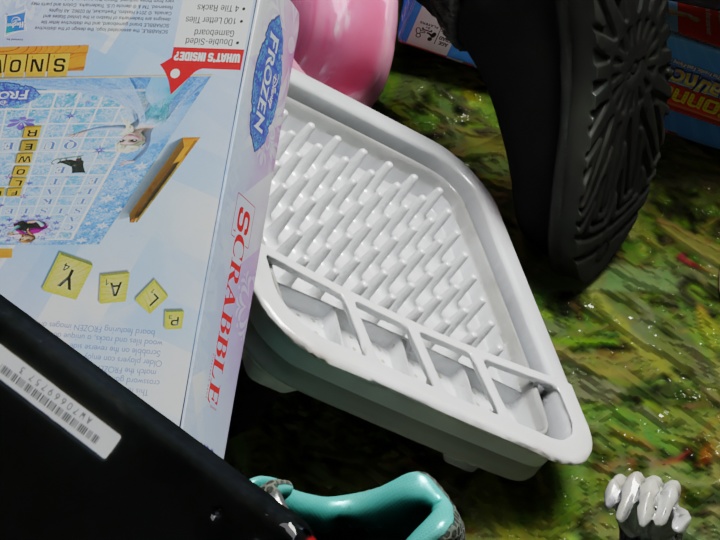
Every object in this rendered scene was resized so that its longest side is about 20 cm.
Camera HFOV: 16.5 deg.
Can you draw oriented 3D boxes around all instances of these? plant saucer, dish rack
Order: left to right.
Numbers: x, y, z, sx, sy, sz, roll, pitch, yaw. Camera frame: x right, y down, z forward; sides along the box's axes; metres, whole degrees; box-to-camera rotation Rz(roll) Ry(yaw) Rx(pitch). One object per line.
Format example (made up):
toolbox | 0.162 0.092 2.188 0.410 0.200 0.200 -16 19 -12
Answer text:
plant saucer | -0.042 -0.163 1.127 0.051 0.201 0.201 -10 32 23
dish rack | 0.000 0.000 1.000 0.172 0.044 0.200 24 31 -32

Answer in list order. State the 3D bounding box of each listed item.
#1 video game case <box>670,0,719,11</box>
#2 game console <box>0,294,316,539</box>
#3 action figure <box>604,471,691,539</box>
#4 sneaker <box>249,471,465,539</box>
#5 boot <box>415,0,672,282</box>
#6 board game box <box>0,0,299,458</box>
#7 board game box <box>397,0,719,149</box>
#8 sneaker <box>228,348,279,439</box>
video game case | 0.200 -0.138 1.119 0.200 0.143 0.019 9 80 -24
game console | -0.134 0.102 0.780 0.200 0.177 0.031 34 -2 20
action figure | 0.121 0.138 0.869 0.119 0.102 0.200 34 45 23
sneaker | -0.051 0.107 0.848 0.200 0.091 0.078 -6 43 -26
boot | 0.052 -0.108 1.087 0.158 0.211 0.079 17 32 31
board game box | -0.133 -0.006 0.846 0.200 0.041 0.200 4 74 21
board game box | 0.126 -0.159 1.252 0.196 0.056 0.200 19 38 -7
sneaker | -0.108 0.023 0.957 0.200 0.060 0.104 -6 45 -35
